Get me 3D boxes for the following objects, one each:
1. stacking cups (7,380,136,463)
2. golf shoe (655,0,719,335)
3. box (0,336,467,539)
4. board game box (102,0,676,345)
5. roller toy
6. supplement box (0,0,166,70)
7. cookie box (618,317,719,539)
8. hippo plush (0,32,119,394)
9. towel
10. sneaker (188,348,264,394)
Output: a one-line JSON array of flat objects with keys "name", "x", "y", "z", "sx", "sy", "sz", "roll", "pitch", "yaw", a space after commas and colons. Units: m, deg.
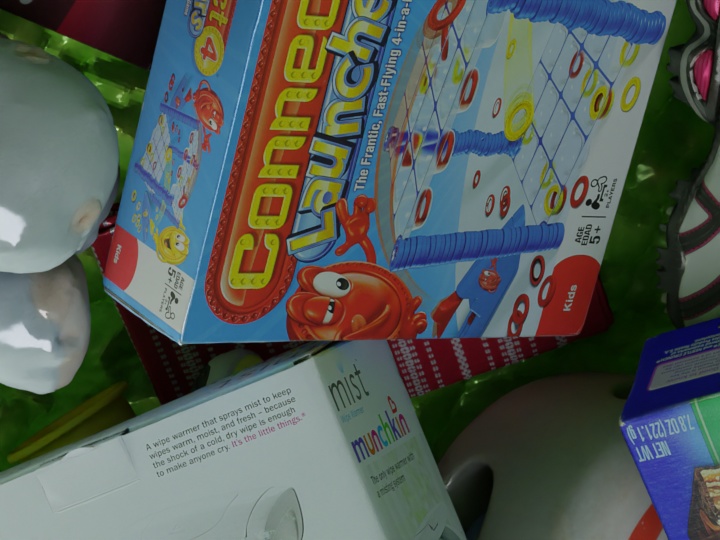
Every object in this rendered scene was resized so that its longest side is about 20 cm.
[{"name": "stacking cups", "x": -0.070, "y": 0.144, "z": 1.143, "sx": 0.060, "sy": 0.061, "sz": 0.200, "roll": -32, "pitch": 96, "yaw": 10}, {"name": "golf shoe", "x": 0.166, "y": -0.027, "z": 1.039, "sx": 0.077, "sy": 0.088, "sz": 0.200, "roll": -26, "pitch": 124, "yaw": -37}, {"name": "box", "x": -0.060, "y": 0.140, "z": 1.043, "sx": 0.200, "sy": 0.097, "sz": 0.177, "roll": -23, "pitch": 89, "yaw": 19}, {"name": "board game box", "x": 0.019, "y": -0.074, "z": 1.000, "sx": 0.195, "sy": 0.056, "sz": 0.200, "roll": -1, "pitch": 113, "yaw": -39}, {"name": "roller toy", "x": 0.119, "y": 0.134, "z": 1.156, "sx": 0.200, "sy": 0.140, "sz": 0.183, "roll": -39, "pitch": 112, "yaw": -24}, {"name": "supplement box", "x": -0.140, "y": -0.162, "z": 0.968, "sx": 0.200, "sy": 0.061, "sz": 0.109, "roll": 21, "pitch": 116, "yaw": -25}, {"name": "cookie box", "x": 0.214, "y": 0.105, "z": 1.026, "sx": 0.171, "sy": 0.075, "sz": 0.200, "roll": -17, "pitch": 110, "yaw": 24}, {"name": "hippo plush", "x": -0.169, "y": -0.042, "z": 0.955, "sx": 0.199, "sy": 0.160, "sz": 0.161, "roll": -7, "pitch": 162, "yaw": -20}, {"name": "towel", "x": 0.000, "y": 0.000, "z": 1.136, "sx": 0.200, "sy": 0.023, "sz": 0.145, "roll": -18, "pitch": 128, "yaw": 3}, {"name": "sneaker", "x": -0.008, "y": 0.122, "z": 1.117, "sx": 0.076, "sy": 0.075, "sz": 0.200, "roll": -24, "pitch": 88, "yaw": 31}]
